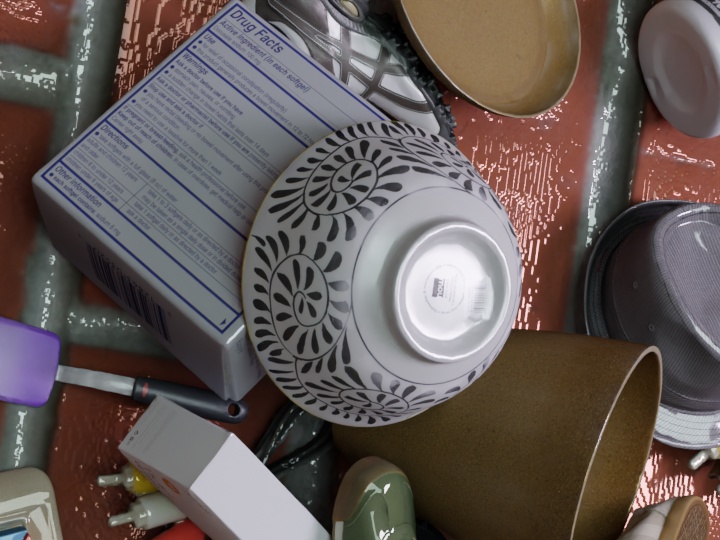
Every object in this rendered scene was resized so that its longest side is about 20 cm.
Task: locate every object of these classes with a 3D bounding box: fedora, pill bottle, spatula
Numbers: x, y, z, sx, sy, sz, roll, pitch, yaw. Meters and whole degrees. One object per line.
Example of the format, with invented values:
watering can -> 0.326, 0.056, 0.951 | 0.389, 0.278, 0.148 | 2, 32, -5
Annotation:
fedora -> 0.264, 0.028, 1.437 | 0.177, 0.090, 0.200 | -8, 73, -15
pill bottle -> 0.331, -0.188, 1.492 | 0.200, 0.114, 0.114 | -23, 96, -22
spatula -> -0.174, 0.079, 1.313 | 0.200, 0.021, 0.057 | 14, 81, -11

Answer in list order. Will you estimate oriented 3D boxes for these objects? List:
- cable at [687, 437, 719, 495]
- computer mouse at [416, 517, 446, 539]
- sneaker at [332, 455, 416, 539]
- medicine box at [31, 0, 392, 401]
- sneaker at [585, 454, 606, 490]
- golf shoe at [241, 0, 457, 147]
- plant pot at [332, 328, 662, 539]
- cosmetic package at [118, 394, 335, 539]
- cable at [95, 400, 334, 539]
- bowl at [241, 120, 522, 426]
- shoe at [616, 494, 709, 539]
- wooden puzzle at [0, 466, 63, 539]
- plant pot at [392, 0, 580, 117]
cable -> 0.340, 0.105, 1.505 | 0.097, 0.050, 0.200 | 39, 75, -14
computer mouse -> 0.049, 0.180, 1.406 | 0.059, 0.034, 0.200 | 28, 72, -2
sneaker -> 0.034, 0.229, 1.283 | 0.067, 0.090, 0.200 | -20, 120, -38
medicine box -> -0.084, -0.050, 1.279 | 0.182, 0.103, 0.200 | 40, 70, 18
sneaker -> 0.140, 0.193, 1.427 | 0.088, 0.076, 0.200 | 15, 80, -3
golf shoe -> -0.007, -0.153, 1.383 | 0.094, 0.078, 0.200 | -35, 114, 11
plant pot -> 0.089, 0.116, 1.331 | 0.200, 0.186, 0.187 | 16, 78, 21
cosmetic package -> -0.075, 0.168, 1.278 | 0.051, 0.083, 0.200 | -54, 134, -17
cable -> -0.087, 0.155, 1.336 | 0.200, 0.050, 0.097 | -21, 95, -22
bowl -> 0.034, 0.009, 1.188 | 0.201, 0.094, 0.201 | -5, 100, -29
shoe -> 0.189, 0.233, 1.317 | 0.200, 0.053, 0.070 | -53, 136, -44
wooden puzzle -> -0.278, 0.248, 1.260 | 0.185, 0.037, 0.200 | -12, 92, -22
plant pot -> 0.088, -0.204, 1.406 | 0.200, 0.027, 0.200 | 19, 61, -37
